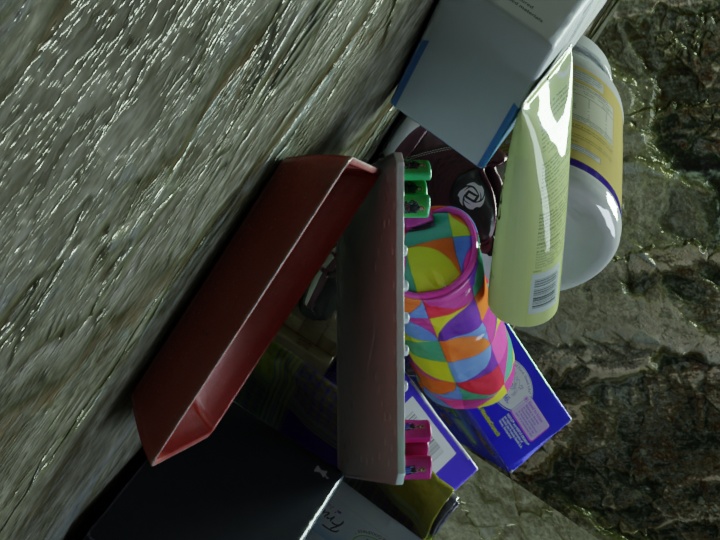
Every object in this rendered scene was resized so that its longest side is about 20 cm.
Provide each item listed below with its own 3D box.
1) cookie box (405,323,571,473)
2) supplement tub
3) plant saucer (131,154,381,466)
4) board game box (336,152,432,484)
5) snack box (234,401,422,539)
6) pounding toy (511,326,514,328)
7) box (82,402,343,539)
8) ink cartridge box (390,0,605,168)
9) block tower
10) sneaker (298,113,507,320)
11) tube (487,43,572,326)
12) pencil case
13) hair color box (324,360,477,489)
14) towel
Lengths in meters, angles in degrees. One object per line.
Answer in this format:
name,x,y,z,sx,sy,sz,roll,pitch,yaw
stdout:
cookie box,0.074,0.065,1.813,0.075,0.172,0.200,-37,-163,-10
supplement tub,0.150,-0.097,1.812,0.146,0.144,0.201,120,-16,-45
plant saucer,-0.063,0.013,1.243,0.200,0.037,0.200,-57,176,4
board game box,0.014,0.035,1.385,0.200,0.026,0.202,161,-71,-78
snack box,-0.054,0.191,1.567,0.053,0.199,0.142,-51,174,-33
pounding toy,0.119,-0.018,2.058,0.143,0.183,0.200,-54,175,-23
box,-0.130,0.218,1.417,0.199,0.123,0.200,-58,177,31
ink cartridge box,0.118,-0.191,1.450,0.200,0.084,0.145,-51,174,-36
block tower,0.000,0.000,1.723,0.200,0.058,0.054,-55,177,-36
sneaker,0.042,-0.023,1.608,0.201,0.115,0.076,-58,175,19
tube,0.117,-0.053,1.437,0.058,0.051,0.201,-109,-164,-46
pencil case,0.062,0.028,1.562,0.089,0.088,0.200,-55,156,-18
hair color box,0.007,0.117,1.722,0.065,0.110,0.200,-41,-158,-11
towel,-0.018,0.132,1.546,0.023,0.200,0.144,-45,171,-27
